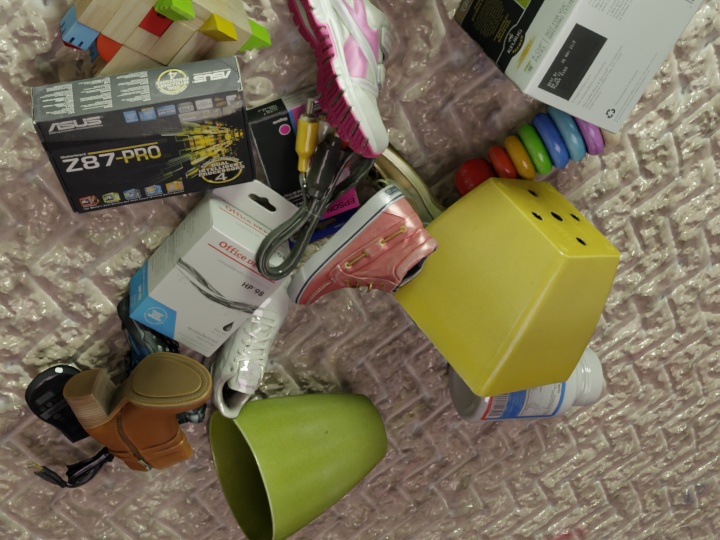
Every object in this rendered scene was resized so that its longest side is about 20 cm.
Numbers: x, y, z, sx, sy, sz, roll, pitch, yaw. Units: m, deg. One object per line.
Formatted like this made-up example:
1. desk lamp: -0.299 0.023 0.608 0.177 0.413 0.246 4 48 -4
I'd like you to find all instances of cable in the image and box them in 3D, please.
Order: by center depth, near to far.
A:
1. cable: -0.051 -0.083 1.081 0.096 0.050 0.202 13 108 -36

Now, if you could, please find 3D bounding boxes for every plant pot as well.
1. plant pot: 0.180 0.004 1.159 0.199 0.200 0.177 -1 133 -49
2. plant pot: -0.071 0.237 1.308 0.198 0.187 0.189 -18 131 -27

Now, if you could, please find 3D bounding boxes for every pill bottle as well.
1. pill bottle: 0.232 0.151 1.390 0.198 0.113 0.113 1 125 -23

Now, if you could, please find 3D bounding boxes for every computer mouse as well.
1. computer mouse: -0.364 0.188 1.221 0.140 0.046 0.200 -38 138 -1

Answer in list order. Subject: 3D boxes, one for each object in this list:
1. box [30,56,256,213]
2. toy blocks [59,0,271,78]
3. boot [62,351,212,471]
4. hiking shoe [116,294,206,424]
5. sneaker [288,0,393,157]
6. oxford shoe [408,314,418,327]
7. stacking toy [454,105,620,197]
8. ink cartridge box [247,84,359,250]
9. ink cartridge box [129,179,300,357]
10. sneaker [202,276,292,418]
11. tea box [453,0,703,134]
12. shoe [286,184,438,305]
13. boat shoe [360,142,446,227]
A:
1. box: -0.209 -0.133 0.995 0.197 0.050 0.162 -10 151 -7
2. toy blocks: -0.206 -0.227 0.954 0.136 0.101 0.199 -40 140 27
3. boot: -0.231 0.173 1.160 0.198 0.074 0.156 -4 134 26
4. hiking shoe: -0.256 0.119 1.196 0.086 0.075 0.202 -16 123 6
5. sneaker: -0.002 -0.216 1.004 0.087 0.081 0.202 -20 98 -18
6. oxford shoe: 0.141 0.066 1.297 0.198 0.058 0.076 20 124 -18
7. stacking toy: 0.203 -0.142 1.185 0.198 0.086 0.086 -28 131 6
8. ink cartridge box: -0.060 -0.108 1.132 0.094 0.037 0.201 -21 132 -6
9. ink cartridge box: -0.158 -0.006 1.122 0.115 0.067 0.200 31 118 -31
10. sneaker: -0.127 0.091 1.208 0.074 0.100 0.201 14 117 -27
11. tea box: 0.223 -0.283 1.006 0.132 0.198 0.201 16 119 -30
12. shoe: 0.000 0.000 1.130 0.200 0.091 0.071 -44 171 32
13. boat shoe: 0.044 -0.090 1.163 0.063 0.073 0.201 -40 137 5
